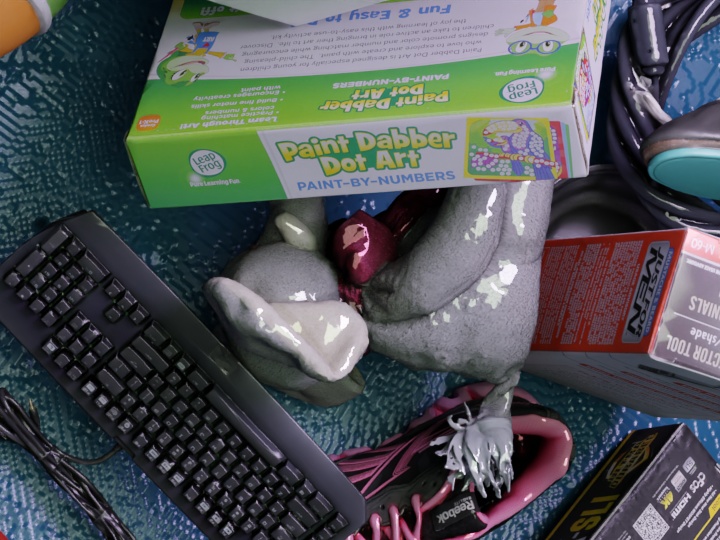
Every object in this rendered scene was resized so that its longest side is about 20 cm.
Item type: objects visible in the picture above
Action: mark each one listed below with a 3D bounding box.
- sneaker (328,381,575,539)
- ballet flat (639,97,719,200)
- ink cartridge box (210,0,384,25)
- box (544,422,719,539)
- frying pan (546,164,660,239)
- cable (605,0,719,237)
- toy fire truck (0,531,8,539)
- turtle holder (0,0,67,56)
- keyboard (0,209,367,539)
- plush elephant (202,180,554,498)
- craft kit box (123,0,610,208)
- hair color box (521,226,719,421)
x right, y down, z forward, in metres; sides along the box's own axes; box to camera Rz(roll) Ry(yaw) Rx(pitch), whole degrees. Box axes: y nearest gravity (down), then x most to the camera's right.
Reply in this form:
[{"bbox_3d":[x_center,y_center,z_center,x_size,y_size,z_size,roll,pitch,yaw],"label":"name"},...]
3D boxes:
[{"bbox_3d":[0.020,0.118,1.232,0.199,0.095,0.079,-32,103,-17],"label":"sneaker"},{"bbox_3d":[0.218,-0.058,1.265,0.199,0.068,0.069,16,67,-31],"label":"ballet flat"},{"bbox_3d":[0.022,-0.197,1.050,0.084,0.199,0.146,11,71,-55],"label":"ink cartridge box"},{"bbox_3d":[0.143,0.200,1.280,0.160,0.049,0.200,51,60,-15],"label":"box"},{"bbox_3d":[0.099,-0.021,1.296,0.190,0.031,0.115,43,74,-12],"label":"frying pan"},{"bbox_3d":[0.220,-0.084,1.321,0.199,0.051,0.164,3,77,-27],"label":"cable"},{"bbox_3d":[-0.197,0.183,1.144,0.176,0.129,0.200,-41,92,-16],"label":"toy fire truck"},{"bbox_3d":[-0.209,-0.168,1.121,0.132,0.141,0.186,-44,109,-11],"label":"turtle holder"},{"bbox_3d":[-0.103,0.075,1.179,0.127,0.021,0.200,-39,98,27],"label":"keyboard"},{"bbox_3d":[0.000,0.000,1.189,0.154,0.165,0.202,7,76,-9],"label":"plush elephant"},{"bbox_3d":[0.012,-0.113,1.144,0.198,0.198,0.049,-3,129,16],"label":"craft kit box"},{"bbox_3d":[0.145,0.028,1.193,0.110,0.200,0.064,20,83,-19],"label":"hair color box"}]
